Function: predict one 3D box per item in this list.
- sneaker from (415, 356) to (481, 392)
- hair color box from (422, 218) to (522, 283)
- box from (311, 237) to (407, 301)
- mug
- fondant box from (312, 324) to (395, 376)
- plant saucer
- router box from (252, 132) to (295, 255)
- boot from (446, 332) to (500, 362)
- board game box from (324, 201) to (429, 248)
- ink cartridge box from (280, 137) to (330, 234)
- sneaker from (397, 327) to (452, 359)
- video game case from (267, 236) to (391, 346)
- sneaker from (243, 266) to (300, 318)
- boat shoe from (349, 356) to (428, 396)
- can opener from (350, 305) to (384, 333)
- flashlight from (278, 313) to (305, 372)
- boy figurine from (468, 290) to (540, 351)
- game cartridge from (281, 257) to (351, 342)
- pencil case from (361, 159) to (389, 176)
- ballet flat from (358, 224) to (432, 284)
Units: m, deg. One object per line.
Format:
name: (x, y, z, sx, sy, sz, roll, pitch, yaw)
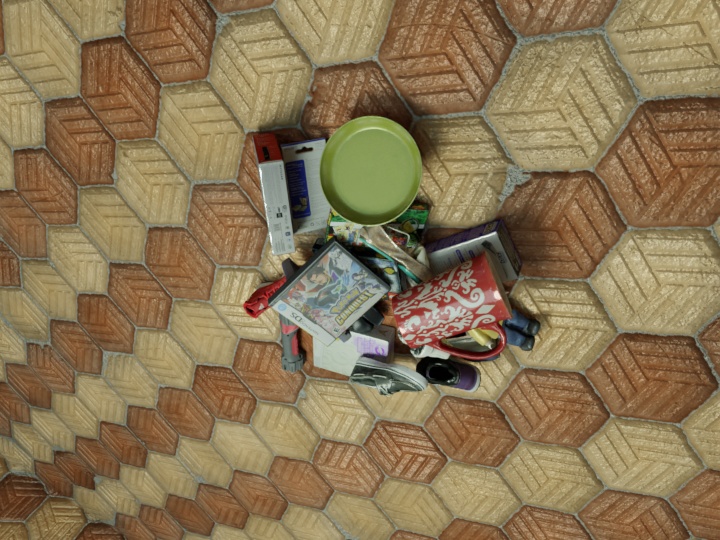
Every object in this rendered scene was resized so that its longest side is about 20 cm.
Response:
sneaker: (0.173, 0.221, 1.290, 0.087, 0.076, 0.199, 14, 170, -30)
hair color box: (0.213, -0.017, 1.173, 0.199, 0.065, 0.110, -17, 111, 35)
box: (0.000, 0.000, 1.279, 0.198, 0.040, 0.138, 9, 140, 21)
mug: (0.174, 0.081, 1.076, 0.199, 0.179, 0.133, -22, 154, 16)
fondant box: (-0.018, 0.190, 1.419, 0.198, 0.058, 0.145, 12, 124, 17)
plant saucer: (0.020, -0.185, 1.078, 0.198, 0.031, 0.202, 2, 96, 16)
router box: (-0.181, -0.162, 1.198, 0.048, 0.180, 0.202, -10, 122, -9)
boot: (0.213, 0.171, 1.286, 0.199, 0.075, 0.097, -17, 109, 31)
board game box: (0.032, -0.091, 1.167, 0.198, 0.024, 0.105, 0, 132, -14)
ink cartridge box: (-0.111, -0.178, 1.211, 0.094, 0.037, 0.201, -13, 124, -14)
sneaker: (0.136, 0.136, 1.244, 0.080, 0.200, 0.076, 15, 106, -17)
video game case: (-0.063, 0.050, 1.214, 0.200, 0.026, 0.180, -42, 122, 14)
sneaker: (-0.202, 0.067, 1.390, 0.199, 0.116, 0.079, -26, 107, 35)
boat shoe: (0.062, 0.255, 1.316, 0.199, 0.071, 0.072, 5, 142, 40)
can opener: (-0.039, 0.074, 1.324, 0.199, 0.063, 0.079, 37, 92, -15)
flashlight: (-0.171, 0.173, 1.481, 0.067, 0.068, 0.201, 14, 130, 19)
boy figurine: (0.268, 0.093, 1.188, 0.199, 0.064, 0.125, 24, 88, -7)
game cartridge: (-0.102, 0.067, 1.309, 0.038, 0.130, 0.200, -40, 122, 2)
pencil case: (0.010, -0.147, 1.177, 0.089, 0.078, 0.201, 30, 128, 6)
ballet flat: (0.089, -0.034, 1.142, 0.199, 0.068, 0.067, 37, 91, -15)
